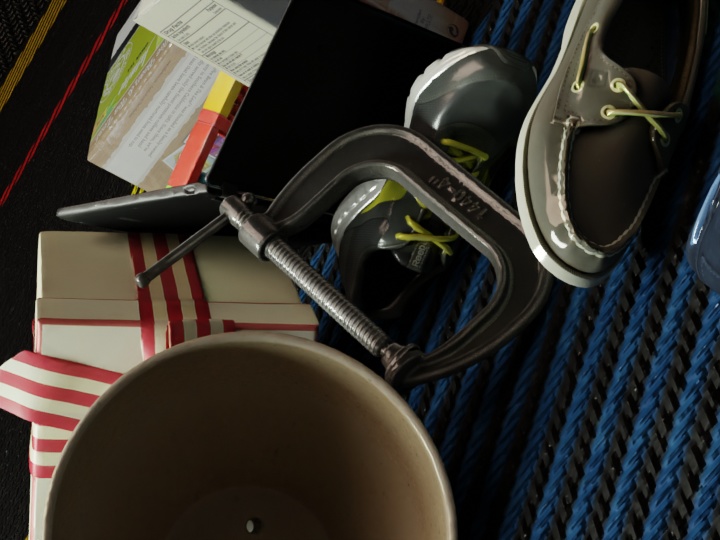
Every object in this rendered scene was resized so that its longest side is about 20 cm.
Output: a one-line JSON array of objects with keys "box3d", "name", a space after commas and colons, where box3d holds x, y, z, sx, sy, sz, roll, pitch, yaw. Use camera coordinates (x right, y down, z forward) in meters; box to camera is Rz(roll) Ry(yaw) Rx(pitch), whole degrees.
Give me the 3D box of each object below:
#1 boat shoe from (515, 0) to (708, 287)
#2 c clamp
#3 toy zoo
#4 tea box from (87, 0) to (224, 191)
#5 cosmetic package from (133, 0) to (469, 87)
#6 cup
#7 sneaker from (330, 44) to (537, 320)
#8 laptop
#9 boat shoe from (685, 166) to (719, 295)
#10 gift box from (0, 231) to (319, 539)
[{"box3d": [0.129, -0.085, 0.824, 0.060, 0.072, 0.203, -41, 26, 53], "name": "boat shoe"}, {"box3d": [0.000, 0.000, 0.912, 0.200, 0.027, 0.171, 35, 72, 32], "name": "c clamp"}, {"box3d": [-0.074, -0.084, 1.226, 0.020, 0.131, 0.201, 20, 83, 40], "name": "toy zoo"}, {"box3d": [-0.124, -0.189, 1.453, 0.200, 0.133, 0.197, -48, 26, 34], "name": "tea box"}, {"box3d": [-0.039, -0.171, 1.139, 0.103, 0.199, 0.088, -16, 50, 59], "name": "cosmetic package"}, {"box3d": [-0.058, 0.148, 0.858, 0.143, 0.199, 0.201, 106, -177, -70], "name": "cup"}, {"box3d": [0.048, -0.045, 0.985, 0.085, 0.074, 0.200, -93, 27, -44], "name": "sneaker"}, {"box3d": [-0.057, -0.087, 1.056, 0.199, 0.187, 0.117, -7, 78, 36], "name": "laptop"}, {"box3d": [0.182, -0.084, 0.678, 0.069, 0.084, 0.201, 24, 84, 58], "name": "boat shoe"}, {"box3d": [-0.134, 0.087, 1.011, 0.187, 0.199, 0.186, -121, 30, -67], "name": "gift box"}]
